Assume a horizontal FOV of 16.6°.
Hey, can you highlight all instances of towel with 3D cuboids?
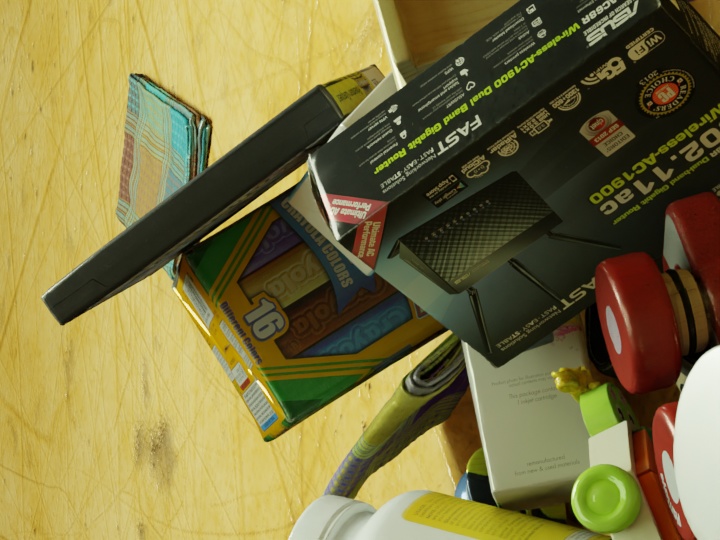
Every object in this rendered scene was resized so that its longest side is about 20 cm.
[{"bbox_3d":[-0.178,-0.084,2.158,0.200,0.022,0.147,-142,56,-63],"label":"towel"},{"bbox_3d":[0.040,0.081,1.509,0.023,0.144,0.200,42,141,8],"label":"towel"}]

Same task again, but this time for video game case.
[{"bbox_3d":[-0.077,-0.046,1.420,0.026,0.200,0.181,53,-167,-1],"label":"video game case"}]

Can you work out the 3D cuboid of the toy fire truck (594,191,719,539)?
[{"bbox_3d":[0.184,0.074,1.189,0.168,0.112,0.201,86,168,-57],"label":"toy fire truck"}]

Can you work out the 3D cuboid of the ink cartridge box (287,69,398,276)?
[{"bbox_3d":[0.057,-0.101,1.364,0.067,0.200,0.116,42,154,1],"label":"ink cartridge box"}]

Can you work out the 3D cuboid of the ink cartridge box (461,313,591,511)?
[{"bbox_3d":[0.087,0.026,1.365,0.117,0.067,0.201,65,-165,-77],"label":"ink cartridge box"}]

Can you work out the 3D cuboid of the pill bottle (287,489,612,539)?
[{"bbox_3d":[0.060,0.183,1.347,0.199,0.112,0.113,12,103,29],"label":"pill bottle"}]

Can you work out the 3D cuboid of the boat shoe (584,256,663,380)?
[{"bbox_3d":[0.136,-0.036,1.344,0.073,0.062,0.201,-148,60,-60],"label":"boat shoe"}]

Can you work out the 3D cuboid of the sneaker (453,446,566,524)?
[{"bbox_3d":[0.089,0.206,1.449,0.082,0.074,0.201,131,140,-65],"label":"sneaker"}]

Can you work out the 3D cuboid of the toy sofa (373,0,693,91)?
[{"bbox_3d":[0.104,-0.155,1.259,0.098,0.199,0.083,54,-161,-74],"label":"toy sofa"}]

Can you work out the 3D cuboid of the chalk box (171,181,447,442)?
[{"bbox_3d":[0.000,0.000,1.533,0.124,0.200,0.125,58,168,5],"label":"chalk box"}]

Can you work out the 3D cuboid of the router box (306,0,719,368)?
[{"bbox_3d":[0.096,-0.055,1.214,0.200,0.150,0.062,-36,47,17],"label":"router box"}]

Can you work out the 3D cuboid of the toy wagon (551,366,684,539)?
[{"bbox_3d":[0.148,0.131,1.206,0.039,0.155,0.201,-26,68,15],"label":"toy wagon"}]

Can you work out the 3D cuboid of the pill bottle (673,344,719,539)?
[{"bbox_3d":[0.227,0.068,0.946,0.111,0.199,0.111,-179,90,-68],"label":"pill bottle"}]
